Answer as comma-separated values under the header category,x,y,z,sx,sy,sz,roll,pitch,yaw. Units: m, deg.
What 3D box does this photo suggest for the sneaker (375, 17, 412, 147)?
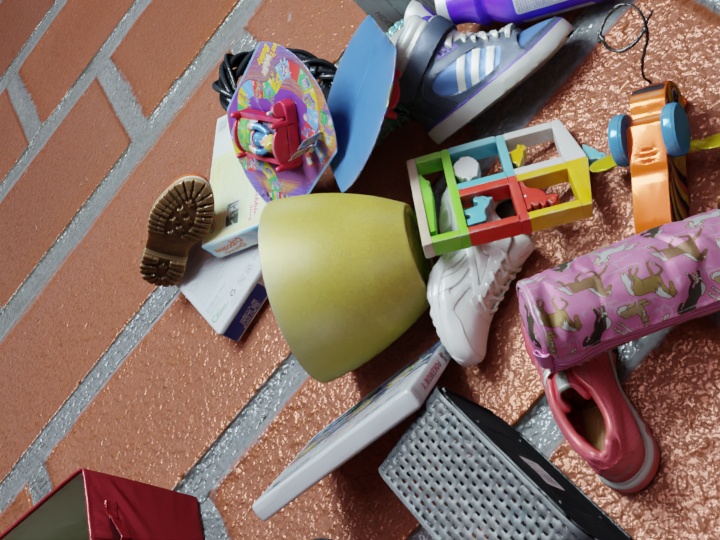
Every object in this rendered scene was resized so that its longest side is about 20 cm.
category,x,y,z,sx,sy,sz,roll,pitch,yaw
sneaker,0.035,-0.208,1.077,0.086,0.077,0.202,32,92,40

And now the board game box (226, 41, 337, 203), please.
category,x,y,z,sx,sy,sz,roll,pitch,yaw
board game box,-0.107,-0.153,1.010,0.159,0.039,0.200,56,141,12

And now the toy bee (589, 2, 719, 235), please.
category,x,y,z,sx,sy,sz,roll,pitch,yaw
toy bee,0.283,-0.131,0.828,0.129,0.108,0.204,18,106,35

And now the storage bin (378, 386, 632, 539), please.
category,x,y,z,sx,sy,sz,roll,pitch,yaw
storage bin,0.126,0.204,0.762,0.094,0.135,0.200,-54,46,5

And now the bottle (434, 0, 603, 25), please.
category,x,y,z,sx,sy,sz,roll,pitch,yaw
bottle,0.179,-0.317,0.992,0.197,0.065,0.085,-9,94,30

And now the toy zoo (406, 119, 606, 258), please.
category,x,y,z,sx,sy,sz,roll,pitch,yaw
toy zoo,0.150,-0.088,0.904,0.196,0.021,0.133,-14,46,7

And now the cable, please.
category,x,y,z,sx,sy,sz,roll,pitch,yaw
cable,-0.091,-0.219,1.129,0.200,0.051,0.163,43,66,14

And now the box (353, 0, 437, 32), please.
category,x,y,z,sx,sy,sz,roll,pitch,yaw
box,0.057,-0.433,1.077,0.169,0.199,0.203,-14,61,32

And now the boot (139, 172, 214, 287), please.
category,x,y,z,sx,sy,sz,roll,pitch,yaw
boot,-0.235,-0.077,1.155,0.200,0.074,0.109,129,152,-47

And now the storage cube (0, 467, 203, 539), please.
category,x,y,z,sx,sy,sz,roll,pitch,yaw
storage cube,-0.286,0.356,1.012,0.199,0.179,0.173,-38,50,19

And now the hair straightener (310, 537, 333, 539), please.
category,x,y,z,sx,sy,sz,roll,pitch,yaw
hair straightener,-0.088,0.351,0.916,0.201,0.077,0.041,-52,45,9

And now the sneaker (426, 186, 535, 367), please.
category,x,y,z,sx,sy,sz,roll,pitch,yaw
sneaker,0.126,-0.004,0.905,0.098,0.078,0.204,-9,65,33

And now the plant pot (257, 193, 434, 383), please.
category,x,y,z,sx,sy,sz,roll,pitch,yaw
plant pot,0.000,0.000,0.944,0.140,0.200,0.203,-18,58,15

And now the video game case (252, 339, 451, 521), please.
category,x,y,z,sx,sy,sz,roll,pitch,yaw
video game case,0.000,0.152,0.884,0.199,0.182,0.023,-40,88,19

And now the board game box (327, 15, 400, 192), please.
category,x,y,z,sx,sy,sz,roll,pitch,yaw
board game box,0.011,-0.179,0.977,0.201,0.038,0.160,-113,41,-56

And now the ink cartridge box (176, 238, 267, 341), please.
category,x,y,z,sx,sy,sz,roll,pitch,yaw
ink cartridge box,-0.165,-0.038,1.189,0.201,0.040,0.200,-55,45,4

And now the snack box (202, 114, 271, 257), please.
category,x,y,z,sx,sy,sz,roll,pitch,yaw
snack box,-0.144,-0.127,1.162,0.115,0.037,0.203,-18,57,34

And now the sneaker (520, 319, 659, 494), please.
category,x,y,z,sx,sy,sz,roll,pitch,yaw
sneaker,0.193,0.094,0.792,0.073,0.086,0.202,-39,49,18

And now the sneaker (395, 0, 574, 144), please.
category,x,y,z,sx,sy,sz,roll,pitch,yaw
sneaker,0.114,-0.251,0.981,0.199,0.080,0.147,-36,90,25

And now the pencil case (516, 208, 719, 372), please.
category,x,y,z,sx,sy,sz,roll,pitch,yaw
pencil case,0.229,0.018,0.754,0.197,0.084,0.087,-19,13,2
